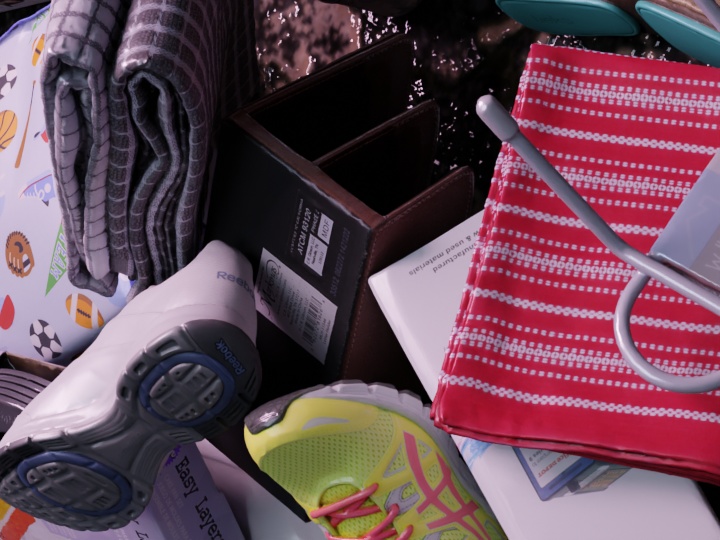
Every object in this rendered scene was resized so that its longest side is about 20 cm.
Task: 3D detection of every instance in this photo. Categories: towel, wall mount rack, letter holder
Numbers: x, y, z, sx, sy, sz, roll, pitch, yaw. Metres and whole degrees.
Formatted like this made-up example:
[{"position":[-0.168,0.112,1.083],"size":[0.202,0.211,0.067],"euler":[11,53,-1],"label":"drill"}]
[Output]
[{"position":[0.120,-0.007,1.019],"size":[0.143,0.023,0.201],"euler":[10,66,14],"label":"towel"},{"position":[-0.099,-0.097,1.137],"size":[0.201,0.085,0.167],"euler":[93,-177,-55],"label":"towel"},{"position":[0.153,-0.056,0.985],"size":[0.173,0.075,0.200],"euler":[31,68,17],"label":"wall mount rack"},{"position":[0.000,0.000,1.175],"size":[0.100,0.142,0.201],"euler":[37,136,25],"label":"letter holder"}]

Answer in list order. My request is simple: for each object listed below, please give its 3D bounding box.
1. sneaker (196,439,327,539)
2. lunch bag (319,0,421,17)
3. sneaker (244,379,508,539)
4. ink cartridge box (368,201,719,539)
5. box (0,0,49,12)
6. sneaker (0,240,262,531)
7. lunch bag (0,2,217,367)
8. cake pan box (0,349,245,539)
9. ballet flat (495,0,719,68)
[{"position":[-0.058,0.125,1.284],"size":[0.199,0.072,0.085],"euler":[26,114,47],"label":"sneaker"},{"position":[-0.023,-0.250,1.214],"size":[0.139,0.167,0.201],"euler":[46,117,35],"label":"lunch bag"},{"position":[0.018,0.124,1.108],"size":[0.078,0.200,0.091],"euler":[-24,46,31],"label":"sneaker"},{"position":[0.099,0.086,1.076],"size":[0.087,0.145,0.201],"euler":[-30,61,5],"label":"ink cartridge box"},{"position":[-0.235,-0.199,1.473],"size":[0.199,0.082,0.050],"euler":[-6,82,43],"label":"box"},{"position":[-0.111,0.060,1.136],"size":[0.200,0.074,0.087],"euler":[-35,29,35],"label":"sneaker"},{"position":[-0.158,-0.052,1.335],"size":[0.170,0.123,0.201],"euler":[-31,74,40],"label":"lunch bag"},{"position":[-0.148,0.132,1.288],"size":[0.183,0.052,0.201],"euler":[11,136,37],"label":"cake pan box"},{"position":[0.150,-0.140,1.122],"size":[0.199,0.068,0.073],"euler":[20,81,47],"label":"ballet flat"}]
